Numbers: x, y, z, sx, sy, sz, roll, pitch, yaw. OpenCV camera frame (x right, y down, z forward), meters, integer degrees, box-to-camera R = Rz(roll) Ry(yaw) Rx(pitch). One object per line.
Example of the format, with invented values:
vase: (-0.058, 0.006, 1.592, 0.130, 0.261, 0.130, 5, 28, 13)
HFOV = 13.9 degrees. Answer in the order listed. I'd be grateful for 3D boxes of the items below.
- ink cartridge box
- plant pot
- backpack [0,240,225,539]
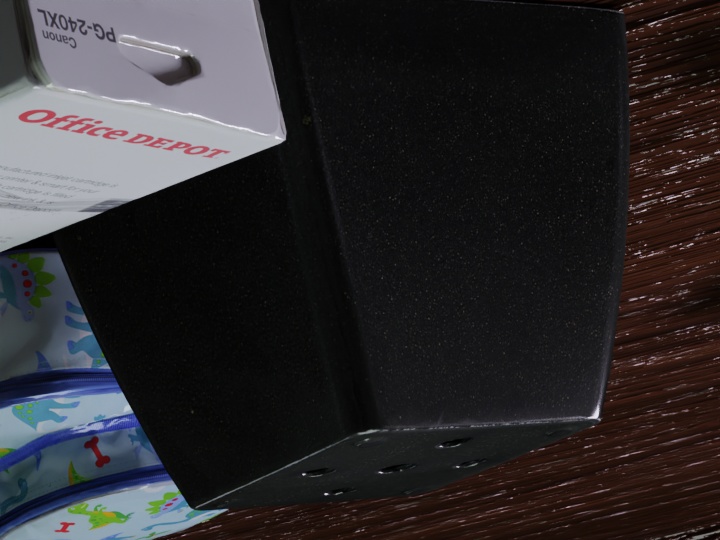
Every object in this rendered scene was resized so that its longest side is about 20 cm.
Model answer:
ink cartridge box: (-0.149, -0.064, 1.080, 0.199, 0.084, 0.145, -20, 164, 32)
plant pot: (0.000, 0.000, 1.269, 0.199, 0.178, 0.200, -1, 162, -38)
backpack: (-0.137, 0.061, 1.478, 0.199, 0.148, 0.183, 3, 159, -38)
